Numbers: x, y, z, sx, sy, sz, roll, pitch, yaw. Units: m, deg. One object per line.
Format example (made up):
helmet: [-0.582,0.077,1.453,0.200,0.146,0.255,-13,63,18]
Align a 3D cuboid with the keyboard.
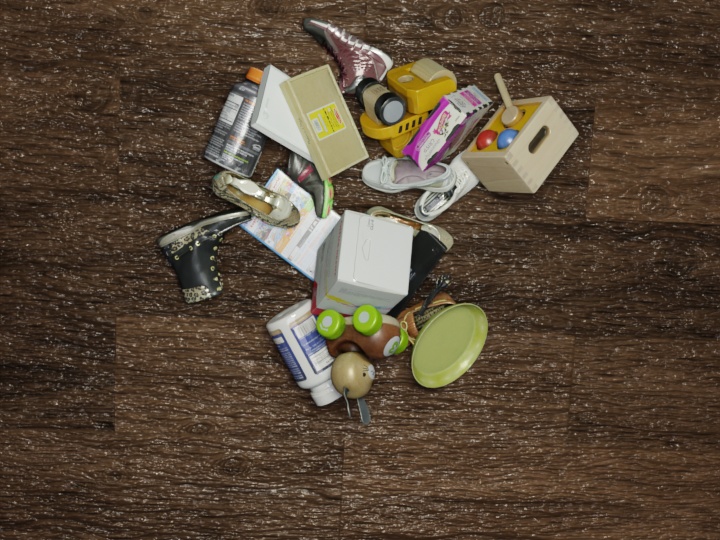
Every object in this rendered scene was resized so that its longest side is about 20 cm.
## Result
keyboard: [0.112,0.027,1.571,0.127,0.020,0.201,47,113,29]

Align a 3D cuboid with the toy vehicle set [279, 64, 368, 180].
toy vehicle set: [-0.069,-0.291,1.514,0.124,0.026,0.202,-32,101,-42]

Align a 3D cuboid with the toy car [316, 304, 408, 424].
toy car: [0.002,0.191,1.506,0.156,0.164,0.203,-8,66,24]

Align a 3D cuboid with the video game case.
video game case: [-0.134,-0.094,1.609,0.199,0.018,0.144,37,94,-7]

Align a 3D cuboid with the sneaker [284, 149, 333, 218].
sneaker: [-0.109,-0.198,1.575,0.083,0.077,0.203,-19,86,5]

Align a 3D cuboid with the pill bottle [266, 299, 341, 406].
pill bottle: [-0.102,0.171,1.596,0.110,0.111,0.202,-28,98,0]

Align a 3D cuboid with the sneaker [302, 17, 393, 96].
sneaker: [-0.042,-0.417,1.548,0.198,0.076,0.117,25,98,-7]

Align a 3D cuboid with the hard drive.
hard drive: [-0.115,-0.294,1.509,0.199,0.026,0.134,27,62,-35]

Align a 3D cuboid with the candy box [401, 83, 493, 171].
candy box: [0.170,-0.276,1.481,0.061,0.200,0.137,42,120,5]

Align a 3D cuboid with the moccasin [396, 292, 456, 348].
moccasin: [0.113,0.119,1.618,0.199,0.078,0.074,-25,100,0]

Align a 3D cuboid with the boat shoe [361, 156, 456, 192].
boat shoe: [0.092,-0.198,1.557,0.199,0.065,0.076,9,80,22]

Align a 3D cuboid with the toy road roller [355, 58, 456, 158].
toy road roller: [0.093,-0.319,1.544,0.198,0.123,0.147,-25,130,-14]

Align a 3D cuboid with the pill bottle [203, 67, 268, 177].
pill bottle: [-0.226,-0.297,1.534,0.105,0.106,0.202,25,95,-6]

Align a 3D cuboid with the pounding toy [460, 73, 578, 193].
pounding toy: [0.305,-0.277,1.530,0.142,0.184,0.201,44,78,-24]

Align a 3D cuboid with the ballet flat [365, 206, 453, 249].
ballet flat: [0.101,-0.077,1.602,0.197,0.062,0.068,18,95,-6]

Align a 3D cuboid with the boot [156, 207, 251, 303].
boot: [-0.298,-0.033,1.581,0.201,0.074,0.156,-19,101,3]

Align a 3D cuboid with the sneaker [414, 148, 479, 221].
sneaker: [0.195,-0.177,1.591,0.073,0.071,0.200,42,91,-7]

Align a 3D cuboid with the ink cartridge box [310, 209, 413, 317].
ink cartridge box: [0.000,0.000,1.506,0.143,0.200,0.147,12,67,-14]

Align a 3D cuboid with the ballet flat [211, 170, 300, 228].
ballet flat: [-0.197,-0.140,1.527,0.198,0.075,0.069,26,70,-22]

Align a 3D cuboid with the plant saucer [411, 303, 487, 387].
plant saucer: [0.179,0.151,1.607,0.198,0.031,0.202,-18,126,-27]
